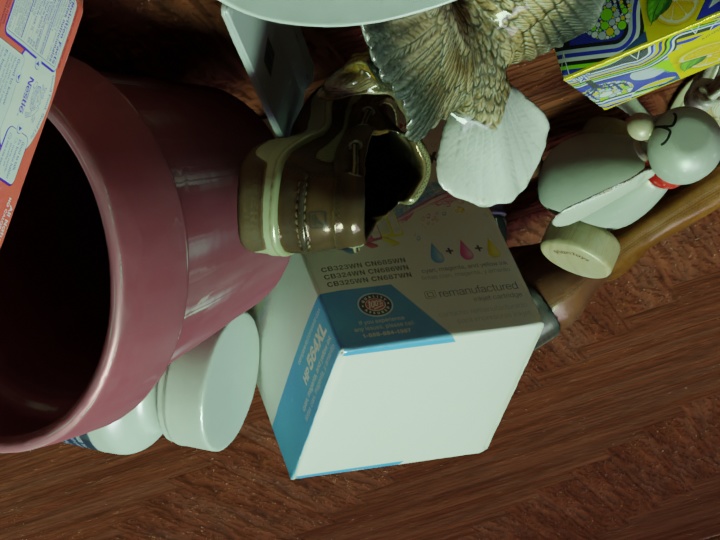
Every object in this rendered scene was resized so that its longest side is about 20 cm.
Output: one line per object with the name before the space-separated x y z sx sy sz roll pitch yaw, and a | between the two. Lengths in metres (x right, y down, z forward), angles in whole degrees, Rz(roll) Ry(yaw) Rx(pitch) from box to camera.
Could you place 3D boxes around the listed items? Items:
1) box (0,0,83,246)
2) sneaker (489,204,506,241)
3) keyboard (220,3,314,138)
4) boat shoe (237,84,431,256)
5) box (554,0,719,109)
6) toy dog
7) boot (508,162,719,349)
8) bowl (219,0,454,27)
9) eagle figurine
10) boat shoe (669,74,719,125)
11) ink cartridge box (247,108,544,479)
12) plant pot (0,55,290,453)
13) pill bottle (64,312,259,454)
box | -0.200 -0.046 0.859 0.095 0.200 0.103 14 171 21
sneaker | 0.057 -0.015 1.386 0.076 0.088 0.200 -14 162 -4
keyboard | -0.046 -0.115 1.067 0.011 0.056 0.200 11 165 11
boat shoe | 0.001 -0.049 1.094 0.075 0.075 0.202 3 -159 15
box | 0.199 -0.157 1.120 0.200 0.064 0.070 -23 160 21
toy dog | 0.145 -0.071 1.287 0.096 0.132 0.200 22 145 -8
boot | 0.161 -0.027 1.466 0.200 0.069 0.188 -36 -177 -3
bowl | 0.008 -0.191 0.802 0.201 0.090 0.201 -15 150 -9
eagle figurine | 0.042 -0.131 0.983 0.151 0.152 0.200 12 160 -12
boat shoe | 0.258 -0.104 1.308 0.074 0.069 0.200 -7 162 -26
ink cartridge box | 0.000 0.000 1.246 0.128 0.200 0.125 -7 143 -23
plant pot | -0.136 -0.023 1.086 0.200 0.200 0.179 -30 172 39
pill bottle | -0.165 0.044 1.230 0.200 0.111 0.111 11 169 18
